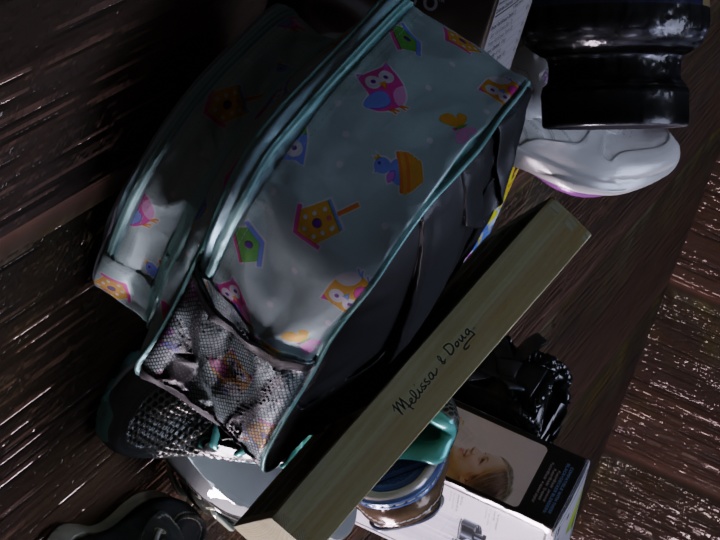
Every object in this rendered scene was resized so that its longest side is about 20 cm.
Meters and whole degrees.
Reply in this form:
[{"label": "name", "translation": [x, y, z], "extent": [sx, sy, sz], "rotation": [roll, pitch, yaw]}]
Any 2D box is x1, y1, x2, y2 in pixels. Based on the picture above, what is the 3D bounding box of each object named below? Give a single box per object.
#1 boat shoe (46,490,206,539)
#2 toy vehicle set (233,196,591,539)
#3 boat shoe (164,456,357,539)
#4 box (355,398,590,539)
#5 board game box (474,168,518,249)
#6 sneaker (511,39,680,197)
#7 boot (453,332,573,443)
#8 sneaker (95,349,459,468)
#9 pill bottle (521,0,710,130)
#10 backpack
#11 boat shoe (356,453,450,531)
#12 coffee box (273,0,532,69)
[{"label": "boat shoe", "translation": [-0.118, 0.166, 1.264], "extent": [0.200, 0.068, 0.072], "rotation": [-11, 122, -76]}, {"label": "toy vehicle set", "translation": [0.022, 0.054, 1.124], "extent": [0.200, 0.027, 0.124], "rotation": [-48, -177, -14]}, {"label": "boat shoe", "translation": [-0.073, 0.113, 1.328], "extent": [0.200, 0.064, 0.071], "rotation": [41, 46, -54]}, {"label": "box", "translation": [0.044, 0.134, 1.553], "extent": [0.060, 0.200, 0.117], "rotation": [-58, 164, -31]}, {"label": "board game box", "translation": [0.066, -0.087, 1.570], "extent": [0.196, 0.056, 0.200], "rotation": [-65, 167, -1]}, {"label": "sneaker", "translation": [0.113, -0.105, 1.430], "extent": [0.075, 0.200, 0.100], "rotation": [-115, -137, -58]}, {"label": "boot", "translation": [0.061, 0.077, 1.603], "extent": [0.073, 0.162, 0.198], "rotation": [-60, 166, -20]}, {"label": "sneaker", "translation": [-0.035, 0.071, 1.208], "extent": [0.200, 0.091, 0.078], "rotation": [-8, 127, -27]}, {"label": "pill bottle", "translation": [0.145, -0.182, 1.357], "extent": [0.112, 0.112, 0.200], "rotation": [-8, 97, -75]}, {"label": "backpack", "translation": [-0.019, -0.034, 1.078], "extent": [0.176, 0.153, 0.200], "rotation": [-48, 180, -39]}, {"label": "boat shoe", "translation": [0.021, 0.105, 1.329], "extent": [0.200, 0.072, 0.072], "rotation": [-101, 174, -71]}, {"label": "coffee box", "translation": [0.011, -0.098, 1.204], "extent": [0.080, 0.113, 0.200], "rotation": [-43, 153, -59]}]
